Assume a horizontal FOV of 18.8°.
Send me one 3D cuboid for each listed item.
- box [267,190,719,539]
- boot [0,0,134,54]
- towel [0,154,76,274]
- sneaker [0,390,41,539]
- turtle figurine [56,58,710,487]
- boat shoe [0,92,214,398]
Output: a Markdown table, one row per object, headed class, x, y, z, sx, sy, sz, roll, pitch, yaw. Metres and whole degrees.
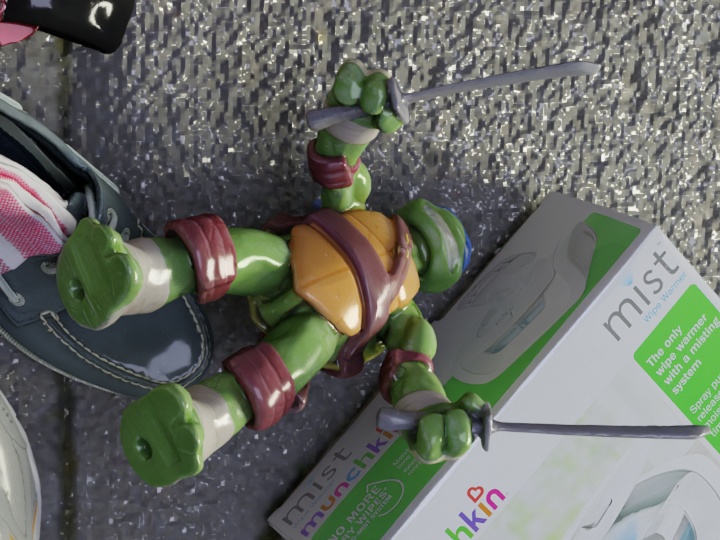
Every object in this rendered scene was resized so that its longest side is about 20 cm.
| class | x | y | z | sx | sy | sz | roll | pitch | yaw |
| --- | --- | --- | --- | --- | --- | --- | --- | --- | --- |
| box | 0.093 | 0.098 | 0.962 | 0.200 | 0.097 | 0.177 | -48 | 117 | -9 |
| boot | -0.151 | -0.167 | 0.815 | 0.200 | 0.072 | 0.145 | 30 | 88 | -30 |
| towel | -0.206 | 0.017 | 0.756 | 0.199 | 0.146 | 0.030 | -32 | 77 | 6 |
| sneaker | -0.149 | 0.132 | 0.857 | 0.075 | 0.092 | 0.201 | -11 | 103 | -22 |
| turtle figurine | 0.000 | 0.000 | 0.826 | 0.193 | 0.200 | 0.145 | -21 | 119 | -38 |
| boat shoe | -0.127 | -0.013 | 0.856 | 0.073 | 0.062 | 0.200 | -48 | 115 | -11 |
